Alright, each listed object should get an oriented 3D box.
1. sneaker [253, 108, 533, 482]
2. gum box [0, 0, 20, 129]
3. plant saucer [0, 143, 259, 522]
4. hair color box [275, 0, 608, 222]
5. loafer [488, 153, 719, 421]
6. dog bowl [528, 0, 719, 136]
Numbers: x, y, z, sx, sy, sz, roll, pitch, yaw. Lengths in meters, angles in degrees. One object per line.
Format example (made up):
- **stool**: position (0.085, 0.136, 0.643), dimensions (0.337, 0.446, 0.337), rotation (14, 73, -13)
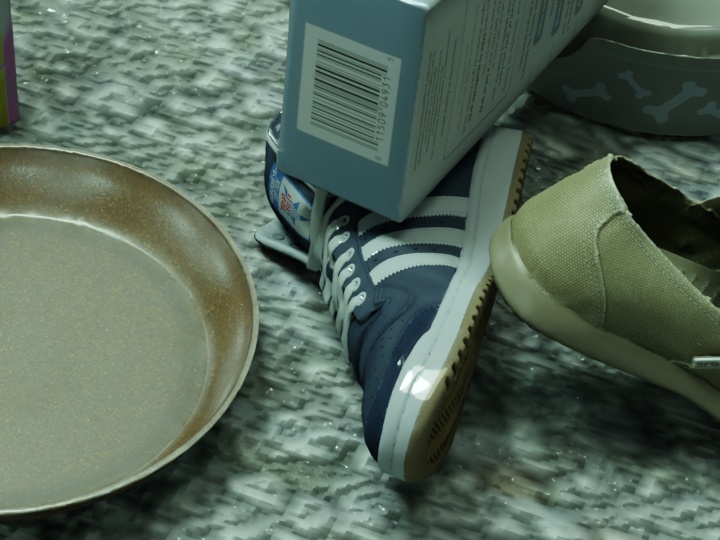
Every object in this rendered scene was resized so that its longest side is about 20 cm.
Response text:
- **sneaker**: position (0.000, 0.000, 0.806), dimensions (0.108, 0.070, 0.200), rotation (15, 39, 5)
- **gum box**: position (-0.208, -0.131, 0.826), dimensions (0.113, 0.201, 0.066), rotation (-29, 53, -29)
- **plant saucer**: position (-0.140, 0.026, 0.793), dimensions (0.199, 0.032, 0.201), rotation (4, 43, -4)
- **hair color box**: position (0.043, -0.118, 0.822), dimensions (0.060, 0.099, 0.200), rotation (24, 42, 19)
- **loafer**: position (0.147, 0.015, 0.774), dimensions (0.199, 0.068, 0.076), rotation (18, 43, -21)
- **dog bowl**: position (0.144, -0.141, 0.980), dimensions (0.199, 0.059, 0.201), rotation (3, 44, -3)
